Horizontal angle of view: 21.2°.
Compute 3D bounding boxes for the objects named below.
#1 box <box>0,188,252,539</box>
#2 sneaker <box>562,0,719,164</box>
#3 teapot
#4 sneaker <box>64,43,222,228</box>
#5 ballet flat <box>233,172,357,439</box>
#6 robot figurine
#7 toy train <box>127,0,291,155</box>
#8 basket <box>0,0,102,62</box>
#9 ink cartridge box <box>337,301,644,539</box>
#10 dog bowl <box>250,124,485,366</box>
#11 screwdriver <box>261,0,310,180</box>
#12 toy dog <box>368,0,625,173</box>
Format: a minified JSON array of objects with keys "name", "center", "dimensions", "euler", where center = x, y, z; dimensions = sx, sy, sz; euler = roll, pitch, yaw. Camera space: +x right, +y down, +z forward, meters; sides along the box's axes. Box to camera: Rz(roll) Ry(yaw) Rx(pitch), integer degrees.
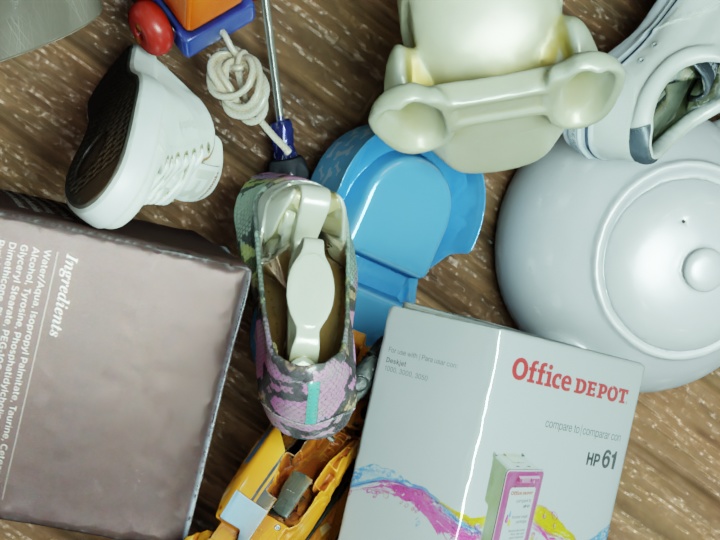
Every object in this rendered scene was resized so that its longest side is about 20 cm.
[{"name":"box","center":[-0.188,0.044,1.083],"dimensions":[0.199,0.166,0.165],"euler":[13,93,-16]},{"name":"sneaker","center":[0.207,-0.130,1.156],"dimensions":[0.200,0.071,0.073],"euler":[-48,140,-20]},{"name":"teapot","center":[0.188,-0.014,1.192],"dimensions":[0.196,0.146,0.201],"euler":[-6,97,-15]},{"name":"sneaker","center":[-0.110,-0.066,1.076],"dimensions":[0.085,0.200,0.073],"euler":[38,109,-17]},{"name":"ballet flat","center":[-0.031,0.000,1.051],"dimensions":[0.069,0.201,0.071],"euler":[3,135,-10]},{"name":"robot figurine","center":[-0.033,0.118,1.084],"dimensions":[0.058,0.145,0.200],"euler":[27,59,14]},{"name":"toy train","center":[-0.086,-0.168,1.079],"dimensions":[0.084,0.116,0.200],"euler":[-32,78,-18]},{"name":"basket","center":[-0.226,-0.220,1.055],"dimensions":[0.136,0.180,0.201],"euler":[-43,121,-51]},{"name":"ink cartridge box","center":[0.068,0.129,1.064],"dimensions":[0.144,0.084,0.201],"euler":[14,87,-48]},{"name":"dog bowl","center":[0.000,0.000,1.178],"dimensions":[0.111,0.050,0.201],"euler":[23,90,-36]},{"name":"screwdriver","center":[-0.050,-0.109,1.174],"dimensions":[0.028,0.029,0.201],"euler":[-3,99,17]},{"name":"toy dog","center":[0.074,-0.170,1.103],"dimensions":[0.139,0.194,0.201],"euler":[-11,73,12]}]
